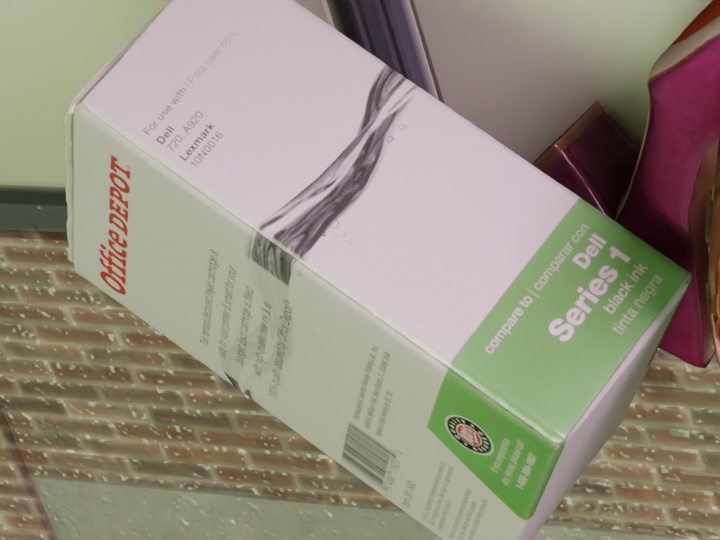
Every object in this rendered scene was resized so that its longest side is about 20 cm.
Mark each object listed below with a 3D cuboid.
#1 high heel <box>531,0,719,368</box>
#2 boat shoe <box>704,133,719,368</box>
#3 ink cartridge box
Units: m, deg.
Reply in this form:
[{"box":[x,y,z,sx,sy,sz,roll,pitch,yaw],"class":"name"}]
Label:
[{"box":[0.131,-0.038,0.969,0.096,0.067,0.200,47,151,-1],"class":"high heel"},{"box":[0.138,0.024,0.922,0.072,0.068,0.200,13,137,28],"class":"boat shoe"},{"box":[0.000,0.000,1.020,0.200,0.084,0.146,36,158,9],"class":"ink cartridge box"}]
